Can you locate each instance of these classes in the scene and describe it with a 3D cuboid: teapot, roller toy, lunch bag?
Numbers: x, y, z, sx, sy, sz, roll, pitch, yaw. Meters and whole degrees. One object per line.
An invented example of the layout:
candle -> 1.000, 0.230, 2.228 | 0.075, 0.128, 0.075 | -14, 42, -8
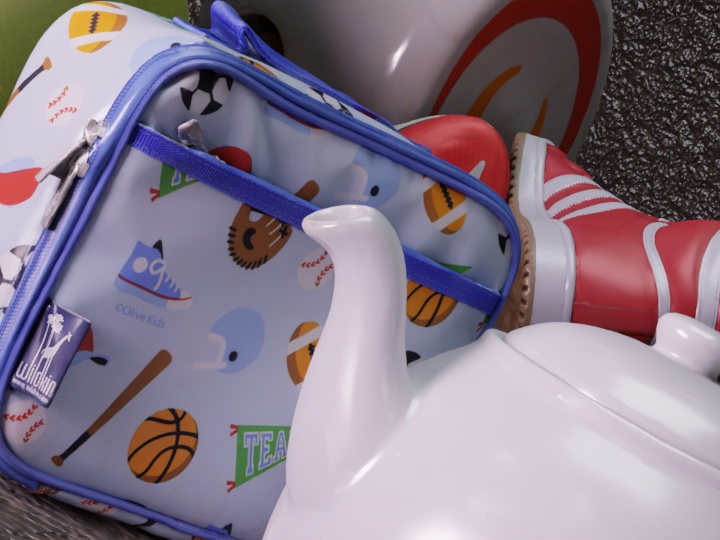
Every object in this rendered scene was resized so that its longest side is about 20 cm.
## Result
teapot -> 0.076, 0.084, 0.868 | 0.197, 0.146, 0.200 | 31, 4, 27
roller toy -> 0.012, -0.093, 1.297 | 0.140, 0.200, 0.182 | 30, -9, 29
lunch bag -> -0.045, 0.004, 0.910 | 0.200, 0.161, 0.076 | 25, 5, -45

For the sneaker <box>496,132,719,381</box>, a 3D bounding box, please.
sneaker -> 0.115, -0.005, 1.191 | 0.112, 0.071, 0.200 | 6, 19, -2

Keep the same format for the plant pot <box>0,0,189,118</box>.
plant pot -> -0.168, -0.059, 0.944 | 0.187, 0.187, 0.200 | 28, 22, -2

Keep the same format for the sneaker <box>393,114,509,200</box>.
sneaker -> 0.000, 0.000, 1.128 | 0.077, 0.200, 0.085 | 55, -31, -7
